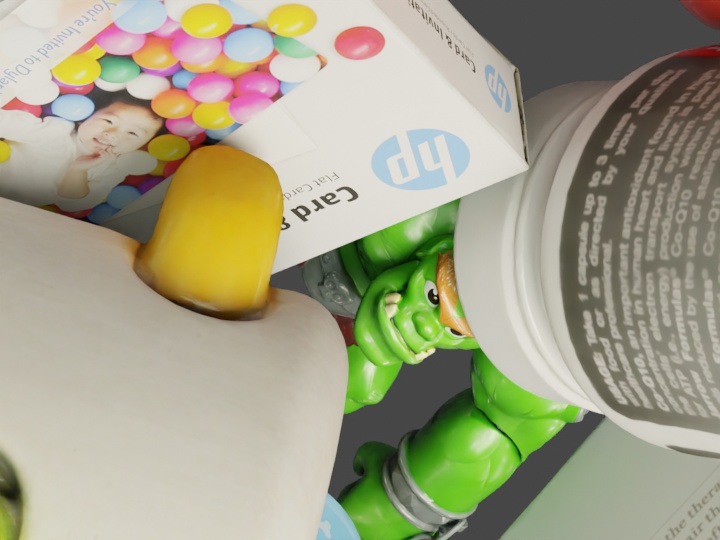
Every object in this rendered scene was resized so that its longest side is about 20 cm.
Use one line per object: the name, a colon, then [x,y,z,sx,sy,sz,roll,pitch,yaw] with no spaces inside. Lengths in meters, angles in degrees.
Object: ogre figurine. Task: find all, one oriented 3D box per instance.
ogre figurine: [0.000,0.000,0.784,0.120,0.098,0.200,-23,94,25]

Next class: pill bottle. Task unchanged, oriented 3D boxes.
pill bottle: [0.120,-0.003,0.656,0.114,0.200,0.114,-3,96,-34]

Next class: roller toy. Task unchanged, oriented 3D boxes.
roller toy: [-0.079,0.079,0.642,0.140,0.200,0.183,17,136,-4]

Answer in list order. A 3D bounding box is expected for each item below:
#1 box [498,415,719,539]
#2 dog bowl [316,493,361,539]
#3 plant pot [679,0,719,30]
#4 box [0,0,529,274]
box: [0.150,0.147,0.779,0.200,0.171,0.199,31,107,-27]
dog bowl: [-0.060,0.149,0.801,0.111,0.050,0.200,7,123,-9]
plant pot: [0.177,-0.142,0.678,0.182,0.200,0.201,5,110,0]
box: [-0.072,-0.062,0.649,0.156,0.041,0.200,-22,142,23]
